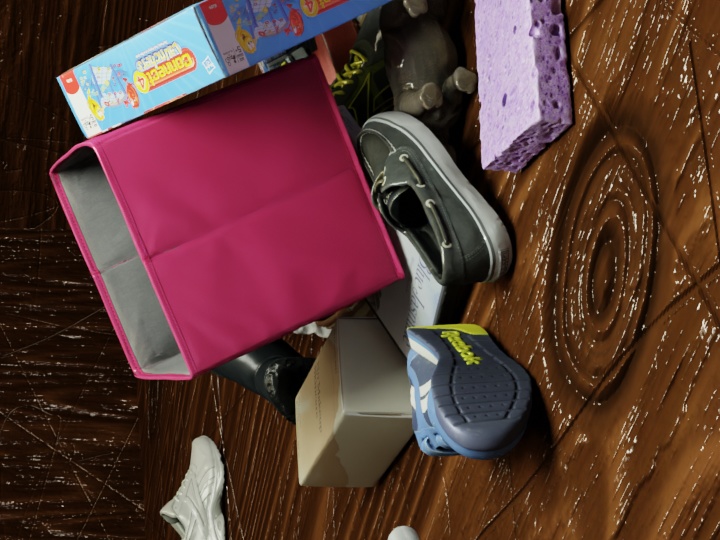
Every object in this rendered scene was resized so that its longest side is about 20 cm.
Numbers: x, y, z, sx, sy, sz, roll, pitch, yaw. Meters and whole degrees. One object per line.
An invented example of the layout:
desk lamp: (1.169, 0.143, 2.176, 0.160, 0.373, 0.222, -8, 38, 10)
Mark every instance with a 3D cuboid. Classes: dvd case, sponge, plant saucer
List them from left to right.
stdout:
plant saucer: (-0.033, -0.236, 1.543, 0.200, 0.036, 0.202, -126, 15, -75)
dvd case: (0.018, -0.021, 1.325, 0.201, 0.017, 0.144, 55, 151, 32)
sponge: (0.109, -0.180, 1.105, 0.112, 0.029, 0.203, 133, 137, -70)

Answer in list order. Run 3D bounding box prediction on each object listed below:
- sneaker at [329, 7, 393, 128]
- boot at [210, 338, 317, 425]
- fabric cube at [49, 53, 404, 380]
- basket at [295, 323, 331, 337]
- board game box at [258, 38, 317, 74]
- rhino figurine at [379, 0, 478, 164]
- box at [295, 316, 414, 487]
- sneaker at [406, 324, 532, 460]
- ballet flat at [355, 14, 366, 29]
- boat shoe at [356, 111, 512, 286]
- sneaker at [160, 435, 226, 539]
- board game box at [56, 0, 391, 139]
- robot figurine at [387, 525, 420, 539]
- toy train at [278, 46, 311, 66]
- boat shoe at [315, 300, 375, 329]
sneaker: (-0.003, -0.149, 1.418, 0.074, 0.084, 0.203, -149, 67, -63)
boot: (-0.095, 0.094, 1.612, 0.077, 0.199, 0.168, -57, 7, -7)
fabric cube: (-0.115, -0.041, 1.311, 0.202, 0.198, 0.196, 67, 160, -5)
basket: (-0.106, -0.043, 1.656, 0.198, 0.197, 0.163, -125, 45, -68)
board game box: (-0.090, -0.257, 1.507, 0.201, 0.061, 0.201, 71, 175, -50)
rhino figurine: (0.055, -0.138, 1.266, 0.087, 0.059, 0.203, 161, 103, -70)
box: (-0.002, 0.122, 1.436, 0.200, 0.077, 0.096, 116, 153, -61)
sneaker: (0.076, 0.100, 1.134, 0.200, 0.073, 0.083, -109, 22, -74)
ballet flat: (0.003, -0.292, 1.489, 0.069, 0.062, 0.203, 141, 129, -73)
boat shoe: (0.042, -0.057, 1.199, 0.200, 0.056, 0.069, 50, 146, 45)
sneaker: (-0.258, 0.349, 2.441, 0.078, 0.098, 0.202, 116, 152, -60)
board game box: (-0.103, -0.183, 1.242, 0.195, 0.199, 0.056, -14, 104, 49)
robot figurine: (0.038, 0.277, 1.173, 0.200, 0.111, 0.172, -130, 34, -70)
toy train: (-0.032, -0.128, 1.493, 0.034, 0.045, 0.201, 58, 177, 43)
boat shoe: (0.000, 0.000, 1.451, 0.201, 0.071, 0.076, 108, 159, -50)
